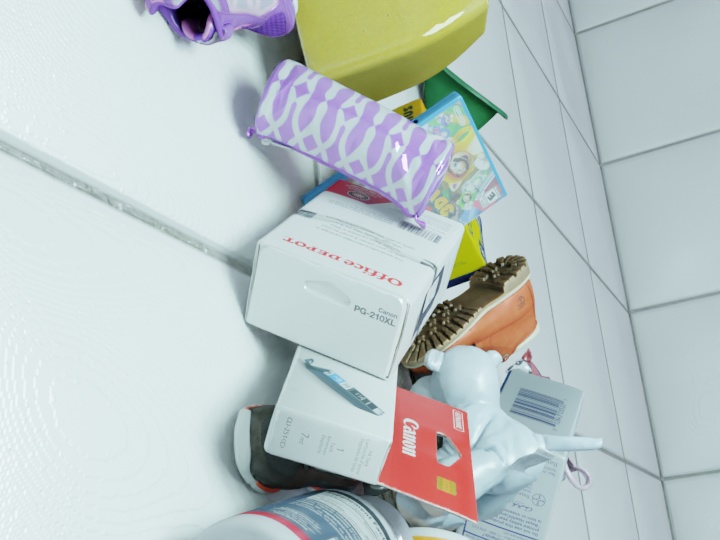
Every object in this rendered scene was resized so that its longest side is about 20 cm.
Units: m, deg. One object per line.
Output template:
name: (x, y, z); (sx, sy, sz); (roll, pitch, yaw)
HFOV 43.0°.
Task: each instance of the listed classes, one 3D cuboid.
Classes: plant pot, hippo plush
plant pot: (0.031, -0.299, 0.986); (0.195, 0.197, 0.197); (9, 67, -85)
hippo plush: (0.099, 0.159, 0.930); (0.158, 0.200, 0.162); (-2, 56, -36)

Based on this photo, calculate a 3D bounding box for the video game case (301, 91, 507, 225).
video game case: (0.051, -0.080, 0.991); (0.144, 0.199, 0.018); (57, -2, -36)

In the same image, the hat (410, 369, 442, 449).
hat: (0.120, 0.135, 1.119); (0.200, 0.080, 0.203); (-15, 90, -73)

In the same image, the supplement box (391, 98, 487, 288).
supplement box: (0.066, -0.081, 1.094); (0.201, 0.108, 0.110); (57, 21, -36)

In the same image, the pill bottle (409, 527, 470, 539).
pill bottle: (0.059, 0.353, 0.843); (0.112, 0.111, 0.202); (53, 32, -40)

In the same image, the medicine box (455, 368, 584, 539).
medicine box: (0.191, 0.254, 1.110); (0.182, 0.102, 0.203); (-39, 143, -64)

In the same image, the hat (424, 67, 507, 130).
hat: (0.119, -0.212, 1.418); (0.200, 0.177, 0.165); (43, 15, 24)

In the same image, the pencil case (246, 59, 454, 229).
pencil case: (-0.009, -0.123, 0.865); (0.086, 0.198, 0.084); (-63, 173, -9)

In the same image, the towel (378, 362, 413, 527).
towel: (0.037, 0.170, 0.996); (0.202, 0.034, 0.133); (70, 25, -12)

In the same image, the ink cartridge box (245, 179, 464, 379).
ink cartridge box: (0.000, 0.000, 0.855); (0.200, 0.143, 0.085); (-47, 155, -61)

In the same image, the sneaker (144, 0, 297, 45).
sneaker: (-0.129, -0.239, 0.819); (0.199, 0.080, 0.090); (13, 72, -59)

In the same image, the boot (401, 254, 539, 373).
boot: (0.132, 0.077, 1.050); (0.199, 0.075, 0.108); (-33, 117, -26)

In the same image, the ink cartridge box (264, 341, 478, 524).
ink cartridge box: (0.020, 0.118, 0.777); (0.200, 0.174, 0.045); (-77, -175, -73)

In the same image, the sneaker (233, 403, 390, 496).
sneaker: (-0.030, 0.155, 0.792); (0.199, 0.081, 0.078); (32, 49, -53)

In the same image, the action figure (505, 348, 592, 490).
action figure: (0.249, 0.214, 1.321); (0.133, 0.147, 0.203); (10, 82, -58)

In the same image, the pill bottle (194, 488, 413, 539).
pill bottle: (-0.037, 0.231, 0.692); (0.199, 0.118, 0.121); (10, 67, -64)
